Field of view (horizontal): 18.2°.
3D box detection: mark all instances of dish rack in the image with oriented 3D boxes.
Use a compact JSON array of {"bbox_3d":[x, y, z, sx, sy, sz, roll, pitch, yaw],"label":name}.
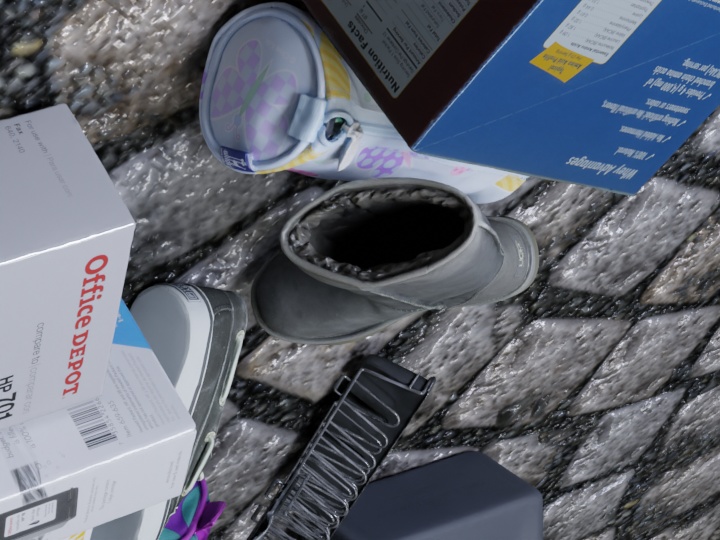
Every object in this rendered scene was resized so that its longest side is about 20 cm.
[{"bbox_3d":[-0.036,0.149,1.400,0.153,0.055,0.200,-60,177,37],"label":"dish rack"}]

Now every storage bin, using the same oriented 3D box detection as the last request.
[{"bbox_3d":[0.038,0.214,1.604,0.200,0.146,0.134,-13,119,-33],"label":"storage bin"}]

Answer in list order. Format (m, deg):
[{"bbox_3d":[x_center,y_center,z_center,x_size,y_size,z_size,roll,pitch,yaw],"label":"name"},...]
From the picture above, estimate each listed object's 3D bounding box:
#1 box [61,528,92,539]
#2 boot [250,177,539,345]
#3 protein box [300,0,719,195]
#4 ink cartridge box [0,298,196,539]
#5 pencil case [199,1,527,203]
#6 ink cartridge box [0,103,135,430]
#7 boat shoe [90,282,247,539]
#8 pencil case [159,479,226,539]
[{"bbox_3d":[-0.229,0.165,1.257,0.112,0.101,0.200,-18,148,-28],"label":"box"},{"bbox_3d":[-0.001,-0.002,1.174,0.182,0.073,0.200,-16,178,17],"label":"boot"},{"bbox_3d":[0.108,-0.159,1.068,0.198,0.135,0.200,7,132,-51],"label":"protein box"},{"bbox_3d":[-0.200,0.086,1.150,0.200,0.116,0.067,-18,149,-26],"label":"ink cartridge box"},{"bbox_3d":[0.010,-0.081,1.137,0.200,0.091,0.083,5,97,-53],"label":"pencil case"},{"bbox_3d":[-0.218,0.019,1.059,0.200,0.086,0.147,-17,148,-26],"label":"ink cartridge box"},{"bbox_3d":[-0.113,0.103,1.265,0.064,0.071,0.200,4,113,-49],"label":"boat shoe"},{"bbox_3d":[-0.150,0.192,1.391,0.200,0.092,0.085,111,5,-46],"label":"pencil case"}]
